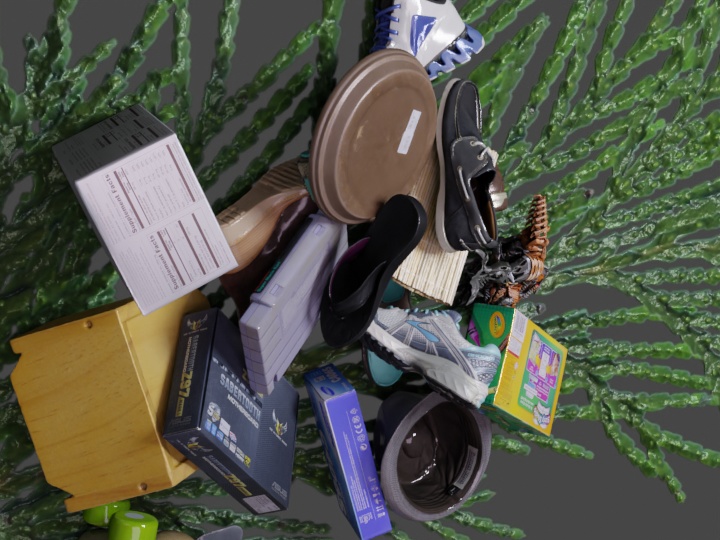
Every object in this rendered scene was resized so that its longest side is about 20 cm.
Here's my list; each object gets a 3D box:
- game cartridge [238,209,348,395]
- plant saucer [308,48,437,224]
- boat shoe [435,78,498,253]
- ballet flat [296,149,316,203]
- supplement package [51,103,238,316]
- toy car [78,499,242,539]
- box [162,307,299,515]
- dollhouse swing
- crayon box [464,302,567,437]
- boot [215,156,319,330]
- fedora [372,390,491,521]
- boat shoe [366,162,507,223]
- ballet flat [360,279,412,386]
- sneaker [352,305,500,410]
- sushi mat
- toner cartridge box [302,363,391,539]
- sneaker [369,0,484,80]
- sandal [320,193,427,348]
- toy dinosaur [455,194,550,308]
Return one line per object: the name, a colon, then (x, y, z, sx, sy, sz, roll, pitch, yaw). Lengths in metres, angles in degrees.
game cartridge: (-0.072, 0.027, 1.342, 0.200, 0.038, 0.130, -56, 153, -35)
plant saucer: (0.021, -0.141, 1.300, 0.200, 0.029, 0.201, -32, 135, -38)
boat shoe: (0.128, -0.122, 1.362, 0.072, 0.067, 0.201, 7, 81, -51)
ballet flat: (0.006, -0.128, 1.363, 0.200, 0.068, 0.076, -32, 118, -40)
supplement package: (-0.230, -0.069, 1.249, 0.111, 0.200, 0.156, -28, 113, -11)
toy car: (-0.229, 0.361, 1.415, 0.199, 0.158, 0.165, 9, 92, -34)
box: (-0.140, 0.162, 1.349, 0.051, 0.158, 0.200, -14, 138, 21)
dollhouse swing: (-0.258, 0.130, 1.344, 0.181, 0.176, 0.201, -16, 99, 11)
crayon box: (0.188, 0.126, 1.473, 0.200, 0.058, 0.119, 34, 67, -56)
boot: (-0.083, -0.032, 1.402, 0.200, 0.072, 0.167, -33, 132, -23)
fedora: (0.076, 0.215, 1.496, 0.177, 0.090, 0.200, -43, 130, -17)
boat shoe: (0.079, -0.100, 1.436, 0.201, 0.075, 0.075, -7, 94, -25)
ballet flat: (0.030, 0.038, 1.451, 0.068, 0.068, 0.201, -2, 107, -18)
sneaker: (0.072, 0.078, 1.385, 0.199, 0.078, 0.086, 32, 75, 13)
sushi mat: (0.095, -0.067, 1.394, 0.095, 0.012, 0.201, 24, 76, -22)
toner cartridge box: (-0.016, 0.224, 1.475, 0.043, 0.095, 0.201, -19, 111, -14)
sneaker: (0.037, -0.257, 1.369, 0.199, 0.080, 0.115, -37, 110, -13)
sandal: (0.000, -0.001, 1.327, 0.048, 0.075, 0.201, 4, 125, -47)
toy dinosaur: (0.177, -0.014, 1.471, 0.135, 0.102, 0.201, 2, 112, -22)
